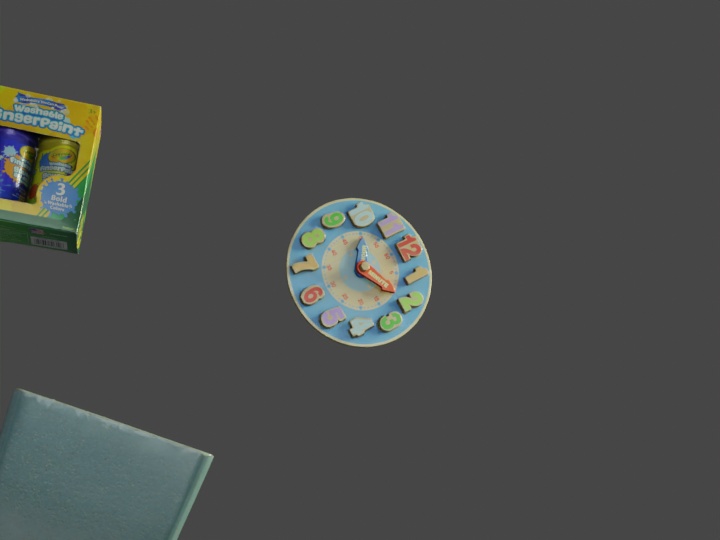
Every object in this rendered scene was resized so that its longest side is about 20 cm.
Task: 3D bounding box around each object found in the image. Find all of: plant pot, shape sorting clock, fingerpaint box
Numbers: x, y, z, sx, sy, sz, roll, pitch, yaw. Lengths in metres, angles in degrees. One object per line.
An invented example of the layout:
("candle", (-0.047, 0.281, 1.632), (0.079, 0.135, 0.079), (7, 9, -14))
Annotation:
("plant pot", (-0.276, 0.250, 0.848), (0.193, 0.196, 0.204), (20, 75, -10))
("shape sorting clock", (0.000, 0.000, 1.110), (0.196, 0.039, 0.204), (6, 68, -16))
("fingerpaint box", (-0.416, -0.125, 0.995), (0.196, 0.073, 0.170), (10, 68, -15))
